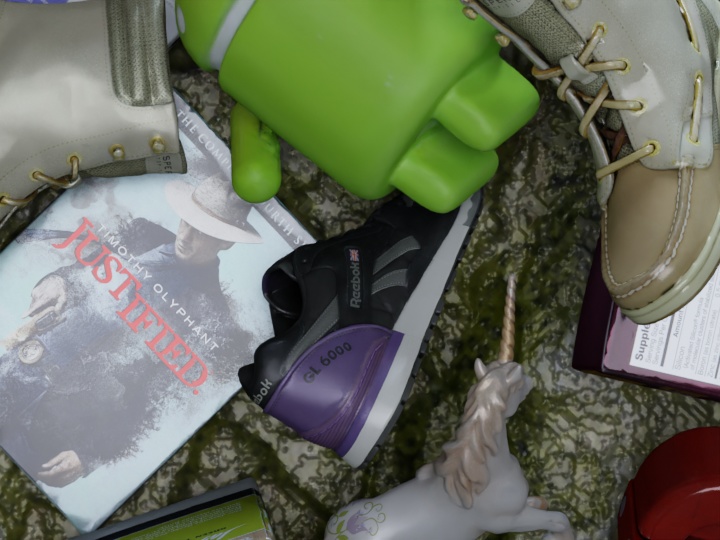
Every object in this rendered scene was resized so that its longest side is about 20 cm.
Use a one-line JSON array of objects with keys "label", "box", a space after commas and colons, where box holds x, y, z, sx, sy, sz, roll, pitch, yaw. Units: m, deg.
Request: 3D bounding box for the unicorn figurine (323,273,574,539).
[{"label": "unicorn figurine", "box": [0.048, 0.116, 1.270, 0.200, 0.137, 0.074, -40, 52, 8]}]

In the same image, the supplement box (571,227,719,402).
[{"label": "supplement box", "box": [0.221, 0.032, 1.303, 0.199, 0.110, 0.086, 12, 88, -2]}]

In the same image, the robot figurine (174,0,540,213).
[{"label": "robot figurine", "box": [-0.009, -0.117, 1.258, 0.200, 0.116, 0.176, 39, 123, 7]}]

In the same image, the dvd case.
[{"label": "dvd case", "box": [-0.124, 0.022, 1.329, 0.200, 0.022, 0.146, -43, 91, -4]}]

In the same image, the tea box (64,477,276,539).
[{"label": "tea box", "box": [-0.080, 0.228, 1.230, 0.133, 0.197, 0.201, -18, 96, -3]}]

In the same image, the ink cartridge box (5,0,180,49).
[{"label": "ink cartridge box", "box": [-0.155, -0.134, 1.322, 0.200, 0.039, 0.099, -44, 92, -2]}]

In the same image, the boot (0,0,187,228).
[{"label": "boot", "box": [-0.165, -0.045, 1.269, 0.154, 0.072, 0.201, -1, 90, -6]}]

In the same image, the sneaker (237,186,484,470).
[{"label": "sneaker", "box": [0.000, 0.000, 1.268, 0.087, 0.076, 0.201, 27, 48, -5]}]

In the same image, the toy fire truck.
[{"label": "toy fire truck", "box": [0.230, 0.125, 1.257, 0.175, 0.129, 0.201, 15, 113, -2]}]

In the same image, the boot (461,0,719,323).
[{"label": "boot", "box": [0.112, -0.087, 1.184, 0.154, 0.072, 0.201, 37, 47, -30]}]
